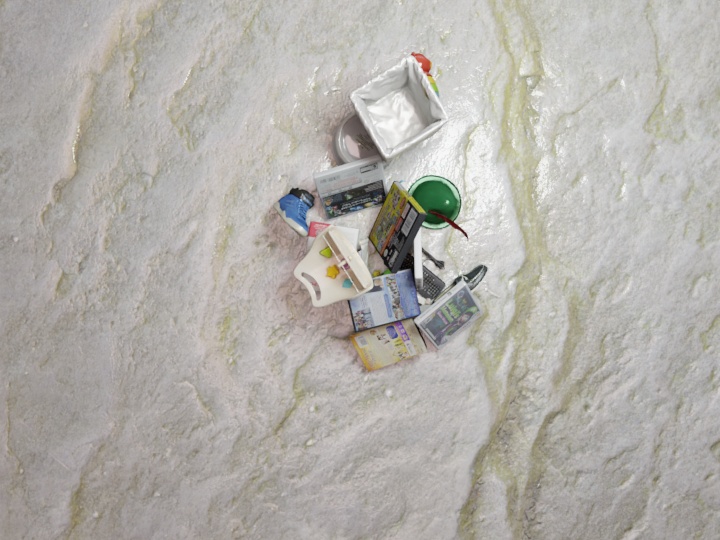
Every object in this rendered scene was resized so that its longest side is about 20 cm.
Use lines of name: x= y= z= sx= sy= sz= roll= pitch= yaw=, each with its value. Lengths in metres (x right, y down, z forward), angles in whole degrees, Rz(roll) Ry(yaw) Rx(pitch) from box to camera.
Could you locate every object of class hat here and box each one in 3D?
hat: x=0.239 y=-0.200 z=1.485 sx=0.200 sy=0.176 sz=0.166 roll=25 pitch=92 yaw=-3

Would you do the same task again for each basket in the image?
basket: x=0.102 y=-0.424 z=1.367 sx=0.200 sy=0.161 sz=0.198 roll=-31 pitch=94 yaw=6

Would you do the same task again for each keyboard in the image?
keyboard: x=0.183 y=-0.010 z=1.575 sx=0.200 sy=0.021 sz=0.127 roll=38 pitch=92 yaw=-4

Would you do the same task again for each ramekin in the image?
ramekin: x=0.013 y=-0.377 z=1.507 sx=0.200 sy=0.105 sz=0.200 roll=0 pitch=93 yaw=-1

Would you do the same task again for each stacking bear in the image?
stacking bear: x=0.179 y=-0.539 z=1.500 sx=0.114 sy=0.121 sz=0.200 roll=-11 pitch=91 yaw=10

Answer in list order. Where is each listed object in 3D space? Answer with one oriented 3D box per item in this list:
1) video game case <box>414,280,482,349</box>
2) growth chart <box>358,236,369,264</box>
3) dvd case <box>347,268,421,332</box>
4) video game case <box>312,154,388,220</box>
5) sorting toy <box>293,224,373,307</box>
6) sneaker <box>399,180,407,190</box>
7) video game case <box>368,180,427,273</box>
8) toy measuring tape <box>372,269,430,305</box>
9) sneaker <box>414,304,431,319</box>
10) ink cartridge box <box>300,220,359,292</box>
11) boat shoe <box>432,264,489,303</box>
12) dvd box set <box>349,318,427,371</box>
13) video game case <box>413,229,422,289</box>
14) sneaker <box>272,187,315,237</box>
video game case: x=0.266 y=0.138 z=1.509 sx=0.182 sy=0.200 sz=0.023 roll=-40 pitch=49 yaw=1
growth chart: x=0.000 y=0.000 z=1.513 sx=0.018 sy=0.145 sz=0.200 roll=8 pitch=95 yaw=11
dvd case: x=0.064 y=0.086 z=1.450 sx=0.200 sy=0.018 sz=0.143 roll=-14 pitch=101 yaw=-6
video game case: x=-0.023 y=-0.240 z=1.494 sx=0.200 sy=0.182 sz=0.023 roll=-17 pitch=51 yaw=-1
sorting toy: x=-0.085 y=0.007 z=1.390 sx=0.180 sy=0.107 sz=0.200 roll=-33 pitch=86 yaw=11
sneaker: x=0.122 y=-0.171 z=1.539 sx=0.081 sy=0.077 sz=0.200 roll=9 pitch=102 yaw=0
video game case: x=0.100 y=-0.125 z=1.444 sx=0.025 sy=0.181 sz=0.200 roll=6 pitch=124 yaw=-30
toy measuring tape: x=0.132 y=0.045 z=1.549 sx=0.200 sy=0.074 sz=0.074 roll=25 pitch=92 yaw=-2
sneaker: x=0.145 y=0.150 z=1.557 sx=0.200 sy=0.077 sz=0.082 roll=5 pitch=120 yaw=11
ink cartridge box: x=-0.089 y=-0.036 z=1.504 sx=0.145 sy=0.145 sz=0.200 roll=10 pitch=93 yaw=-2
boat shoe: x=0.307 y=0.049 z=1.552 sx=0.060 sy=0.076 sz=0.200 roll=43 pitch=91 yaw=-13
dvd box set: x=0.085 y=0.217 z=1.538 sx=0.200 sy=0.029 sz=0.146 roll=-22 pitch=114 yaw=13
video game case: x=0.166 y=-0.058 z=1.466 sx=0.024 sy=0.182 sz=0.200 roll=-1 pitch=78 yaw=6
sneaker: x=-0.176 y=-0.179 z=1.481 sx=0.111 sy=0.200 sz=0.077 roll=-43 pitch=128 yaw=0
